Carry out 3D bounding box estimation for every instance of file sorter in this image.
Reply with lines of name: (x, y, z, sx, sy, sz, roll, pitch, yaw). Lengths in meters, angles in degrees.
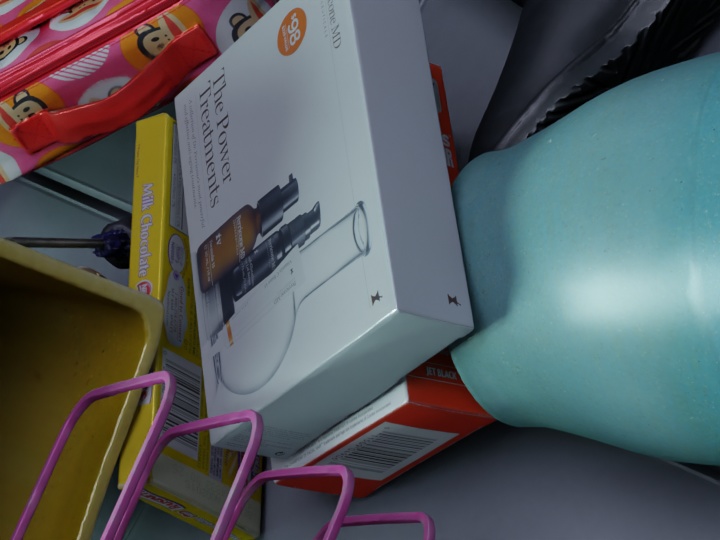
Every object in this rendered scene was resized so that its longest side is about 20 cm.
file sorter: (-0.051, 0.145, 1.027, 0.139, 0.199, 0.126, -17, 46, 62)

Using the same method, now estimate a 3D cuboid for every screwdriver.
screwdriver: (-0.142, -0.011, 1.160, 0.028, 0.200, 0.029, 44, 106, 11)

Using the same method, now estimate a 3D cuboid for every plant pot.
plant pot: (0.145, 0.000, 1.046, 0.187, 0.200, 0.201, -9, 64, 34)
plant pot: (-0.251, 0.065, 1.096, 0.199, 0.194, 0.197, 13, 82, 46)

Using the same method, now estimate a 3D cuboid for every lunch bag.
lunch bag: (-0.142, -0.129, 1.238, 0.199, 0.082, 0.177, -27, 33, 10)

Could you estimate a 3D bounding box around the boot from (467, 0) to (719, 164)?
boot: (0.083, -0.142, 1.189, 0.168, 0.076, 0.200, 38, 84, 31)

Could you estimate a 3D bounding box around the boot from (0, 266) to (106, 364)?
boot: (-0.223, 0.062, 1.229, 0.200, 0.075, 0.107, -49, 55, -2)

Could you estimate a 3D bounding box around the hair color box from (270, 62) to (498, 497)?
hair color box: (0.000, 0.000, 1.144, 0.111, 0.064, 0.201, -34, 55, 43)

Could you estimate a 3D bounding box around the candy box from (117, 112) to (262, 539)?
candy box: (-0.084, 0.029, 1.166, 0.026, 0.102, 0.201, -11, 63, 25)

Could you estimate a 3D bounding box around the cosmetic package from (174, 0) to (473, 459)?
cosmetic package: (-0.023, -0.032, 1.090, 0.151, 0.051, 0.201, -36, 52, 40)
